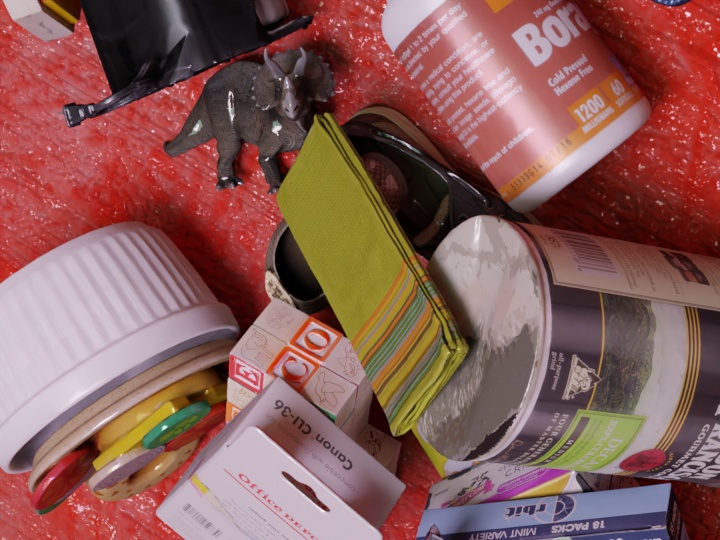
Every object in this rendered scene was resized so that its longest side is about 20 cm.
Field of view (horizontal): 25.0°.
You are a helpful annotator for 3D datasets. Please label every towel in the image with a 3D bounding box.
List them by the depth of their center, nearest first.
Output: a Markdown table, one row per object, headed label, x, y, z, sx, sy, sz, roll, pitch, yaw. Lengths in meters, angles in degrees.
| label | x | y | z | sx | sy | sz | roll | pitch | yaw |
| --- | --- | --- | --- | --- | --- | --- | --- | --- | --- |
| towel | 0.000 | 0.000 | 1.015 | 0.086 | 0.018 | 0.201 | -56 | 49 | 37 |

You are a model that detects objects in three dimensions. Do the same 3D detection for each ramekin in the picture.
| label | x | y | z | sx | sy | sz | roll | pitch | yaw |
| --- | --- | --- | --- | --- | --- | --- | --- | --- | --- |
| ramekin | -0.197 | 0.051 | 1.183 | 0.200 | 0.200 | 0.105 | -38 | 79 | 29 |

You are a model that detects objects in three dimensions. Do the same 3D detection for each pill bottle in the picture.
| label | x | y | z | sx | sy | sz | roll | pitch | yaw |
| --- | --- | --- | --- | --- | --- | --- | --- | --- | --- |
| pill bottle | 0.085 | -0.146 | 1.036 | 0.112 | 0.112 | 0.200 | -38 | 90 | 29 |

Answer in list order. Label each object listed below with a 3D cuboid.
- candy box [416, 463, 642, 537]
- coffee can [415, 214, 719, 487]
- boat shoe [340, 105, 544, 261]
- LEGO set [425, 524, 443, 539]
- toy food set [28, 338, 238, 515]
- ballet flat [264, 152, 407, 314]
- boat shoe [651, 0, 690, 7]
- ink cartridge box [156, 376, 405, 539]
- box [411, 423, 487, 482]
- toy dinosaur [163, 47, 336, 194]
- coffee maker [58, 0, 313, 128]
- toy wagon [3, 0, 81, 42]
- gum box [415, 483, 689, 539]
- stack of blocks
| label | x | y | z | sx | sy | sz | roll | pitch | yaw |
| --- | --- | --- | --- | --- | --- | --- | --- | --- | --- |
| candy box | 0.152 | 0.210 | 1.115 | 0.136 | 0.061 | 0.200 | -30 | 111 | 30 |
| coffee can | 0.149 | 0.052 | 0.998 | 0.146 | 0.199 | 0.148 | -26 | 59 | 57 |
| boat shoe | 0.058 | -0.032 | 1.111 | 0.200 | 0.065 | 0.073 | 38 | 117 | 8 |
| LEGO set | 0.084 | 0.242 | 1.019 | 0.199 | 0.116 | 0.154 | 22 | 158 | 7 |
| toy food set | -0.156 | 0.117 | 1.178 | 0.200 | 0.198 | 0.049 | -37 | 79 | 26 |
| ballet flat | -0.028 | -0.017 | 1.126 | 0.067 | 0.046 | 0.200 | 48 | 145 | 1 |
| boat shoe | 0.136 | -0.239 | 1.008 | 0.200 | 0.069 | 0.084 | 45 | 118 | 5 |
| ink cartridge box | -0.049 | 0.148 | 1.087 | 0.116 | 0.068 | 0.200 | 40 | 147 | -4 |
| box | 0.101 | 0.105 | 1.127 | 0.117 | 0.048 | 0.201 | -19 | 113 | 27 |
| toy dinosaur | -0.071 | -0.109 | 1.148 | 0.199 | 0.077 | 0.103 | 9 | 110 | 55 |
| coffee maker | -0.143 | -0.223 | 1.066 | 0.134 | 0.192 | 0.201 | -20 | 99 | 23 |
| toy wagon | -0.243 | -0.262 | 1.120 | 0.039 | 0.155 | 0.202 | -15 | 82 | 7 |
| gum box | 0.145 | 0.236 | 1.069 | 0.169 | 0.045 | 0.201 | -10 | 122 | 23 |
| stack of blocks | -0.034 | 0.123 | 1.156 | 0.115 | 0.059 | 0.201 | 28 | 144 | 15 |
